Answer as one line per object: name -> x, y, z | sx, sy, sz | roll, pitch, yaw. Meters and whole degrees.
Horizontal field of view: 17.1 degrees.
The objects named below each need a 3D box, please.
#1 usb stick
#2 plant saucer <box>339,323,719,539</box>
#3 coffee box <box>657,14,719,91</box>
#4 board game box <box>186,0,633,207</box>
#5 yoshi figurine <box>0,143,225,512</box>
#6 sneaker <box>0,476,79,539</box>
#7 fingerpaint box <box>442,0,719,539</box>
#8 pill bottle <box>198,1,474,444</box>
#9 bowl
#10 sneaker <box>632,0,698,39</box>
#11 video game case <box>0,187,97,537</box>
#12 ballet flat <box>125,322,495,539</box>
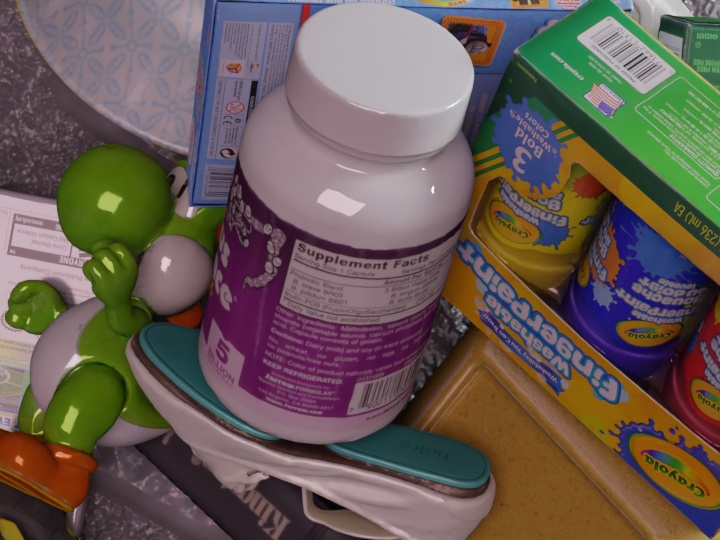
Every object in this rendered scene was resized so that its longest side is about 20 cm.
usb stick -> -0.050, 0.123, 1.257 | 0.200, 0.033, 0.056 | 40, 111, 31
plant saucer -> 0.075, 0.137, 1.222 | 0.200, 0.048, 0.200 | 47, 111, 25
coffee box -> 0.201, -0.027, 1.227 | 0.123, 0.044, 0.200 | 0, 102, -17
board game box -> 0.020, -0.089, 1.179 | 0.200, 0.151, 0.037 | 1, 52, -9
yoshi figurine -> -0.144, 0.017, 1.247 | 0.112, 0.112, 0.200 | 24, 78, 21
sneaker -> -0.167, 0.202, 1.304 | 0.085, 0.074, 0.200 | -26, 98, 35
fingerpaint box -> 0.138, 0.000, 1.123 | 0.200, 0.167, 0.073 | 43, 53, 17
pill bottle -> -0.009, -0.023, 1.130 | 0.112, 0.112, 0.200 | 20, 130, 5
bowl -> -0.068, -0.162, 1.242 | 0.200, 0.200, 0.108 | 18, 51, 5
sneaker -> 0.150, -0.124, 1.255 | 0.092, 0.076, 0.200 | -11, 100, -2
video game case -> -0.235, 0.040, 1.322 | 0.200, 0.022, 0.183 | 11, 93, 5
ballet flat -> -0.032, 0.092, 1.199 | 0.200, 0.069, 0.070 | 22, 94, 7
